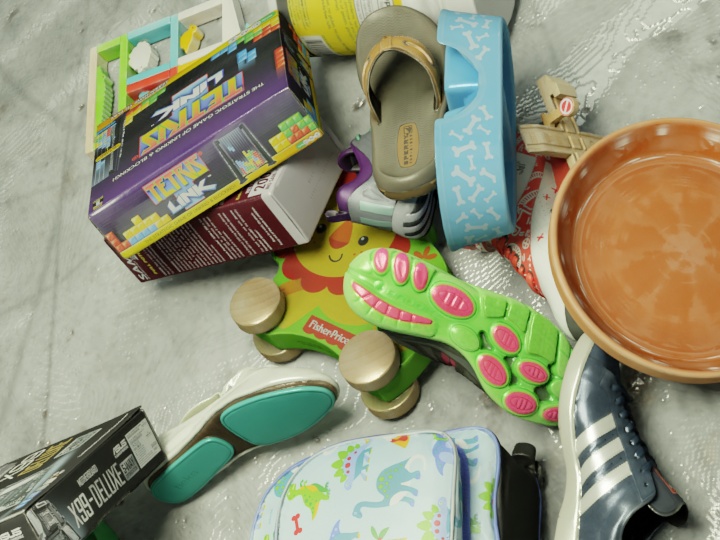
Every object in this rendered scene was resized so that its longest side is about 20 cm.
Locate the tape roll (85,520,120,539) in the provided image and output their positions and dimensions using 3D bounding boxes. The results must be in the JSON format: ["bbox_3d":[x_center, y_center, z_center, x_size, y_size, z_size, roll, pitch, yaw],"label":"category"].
[{"bbox_3d":[-0.282,0.287,1.230,0.199,0.048,0.202,-14,59,24],"label":"tape roll"}]

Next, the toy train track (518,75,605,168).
[{"bbox_3d":[0.183,-0.064,1.116,0.032,0.114,0.201,-35,64,39],"label":"toy train track"}]

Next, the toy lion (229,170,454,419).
[{"bbox_3d":[0.000,0.000,1.219,0.199,0.069,0.192,24,71,36],"label":"toy lion"}]

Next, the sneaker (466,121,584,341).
[{"bbox_3d":[0.126,-0.020,1.148,0.107,0.067,0.203,-18,54,22],"label":"sneaker"}]

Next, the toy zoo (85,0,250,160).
[{"bbox_3d":[-0.179,-0.192,1.442,0.199,0.020,0.132,-16,58,22],"label":"toy zoo"}]

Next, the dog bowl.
[{"bbox_3d":[0.089,-0.110,1.118,0.049,0.112,0.201,-5,56,11],"label":"dog bowl"}]

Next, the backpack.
[{"bbox_3d":[0.015,0.203,1.042,0.199,0.147,0.184,-14,57,26],"label":"backpack"}]

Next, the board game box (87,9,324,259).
[{"bbox_3d":[-0.133,-0.118,1.248,0.199,0.057,0.166,-31,29,11],"label":"board game box"}]

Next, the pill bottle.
[{"bbox_3d":[0.027,-0.247,1.294,0.198,0.114,0.115,2,66,30],"label":"pill bottle"}]

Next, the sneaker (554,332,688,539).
[{"bbox_3d":[0.185,0.138,1.028,0.084,0.075,0.202,-5,73,29],"label":"sneaker"}]

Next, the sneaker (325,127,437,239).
[{"bbox_3d":[0.030,-0.115,1.218,0.087,0.075,0.201,6,49,12],"label":"sneaker"}]

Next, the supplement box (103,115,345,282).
[{"bbox_3d":[-0.116,-0.063,1.272,0.199,0.061,0.109,-14,39,37],"label":"supplement box"}]

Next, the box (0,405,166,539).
[{"bbox_3d":[-0.256,0.185,1.125,0.157,0.200,0.050,-23,98,22],"label":"box"}]

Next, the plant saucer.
[{"bbox_3d":[0.232,-0.014,1.060,0.198,0.032,0.202,1,67,-2],"label":"plant saucer"}]

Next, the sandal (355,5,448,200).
[{"bbox_3d":[0.028,-0.143,1.167,0.081,0.055,0.201,-14,50,18],"label":"sandal"}]

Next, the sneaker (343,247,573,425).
[{"bbox_3d":[0.080,0.043,1.101,0.199,0.084,0.077,34,91,-1],"label":"sneaker"}]

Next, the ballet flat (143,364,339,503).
[{"bbox_3d":[-0.102,0.116,1.197,0.199,0.069,0.070,-34,52,26],"label":"ballet flat"}]
